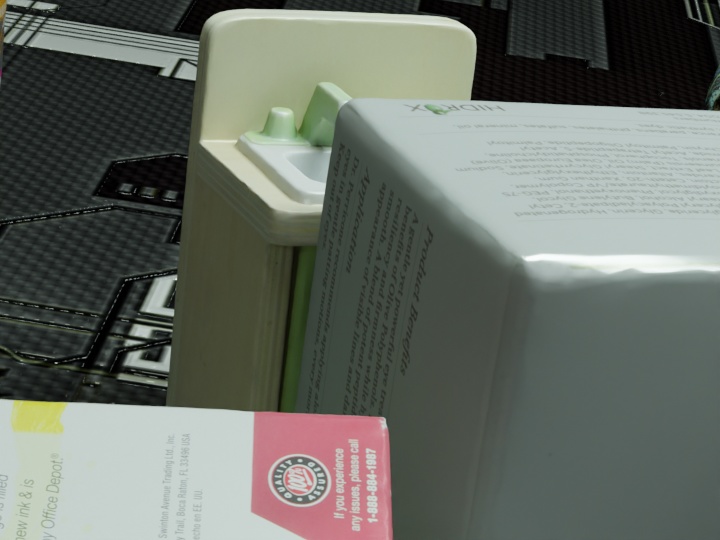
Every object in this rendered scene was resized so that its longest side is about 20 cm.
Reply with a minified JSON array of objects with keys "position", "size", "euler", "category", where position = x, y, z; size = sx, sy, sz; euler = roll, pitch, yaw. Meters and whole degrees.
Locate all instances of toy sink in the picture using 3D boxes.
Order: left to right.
[{"position":[0.000,0.000,0.983],"size":[0.130,0.201,0.112],"euler":[0,19,-23],"category":"toy sink"}]

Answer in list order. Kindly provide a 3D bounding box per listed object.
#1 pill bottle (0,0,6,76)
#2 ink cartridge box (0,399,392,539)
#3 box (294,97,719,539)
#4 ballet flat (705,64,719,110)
[{"position":[-0.223,-0.052,1.035],"size":[0.116,0.201,0.116],"euler":[7,21,-3],"category":"pill bottle"},{"position":[-0.091,0.114,0.678],"size":[0.199,0.084,0.146],"euler":[4,39,-3],"category":"ink cartridge box"},{"position":[0.095,0.054,0.881],"size":[0.199,0.200,0.171],"euler":[-1,23,-23],"category":"box"},{"position":[0.327,-0.095,1.582],"size":[0.199,0.075,0.074],"euler":[20,23,32],"category":"ballet flat"}]
